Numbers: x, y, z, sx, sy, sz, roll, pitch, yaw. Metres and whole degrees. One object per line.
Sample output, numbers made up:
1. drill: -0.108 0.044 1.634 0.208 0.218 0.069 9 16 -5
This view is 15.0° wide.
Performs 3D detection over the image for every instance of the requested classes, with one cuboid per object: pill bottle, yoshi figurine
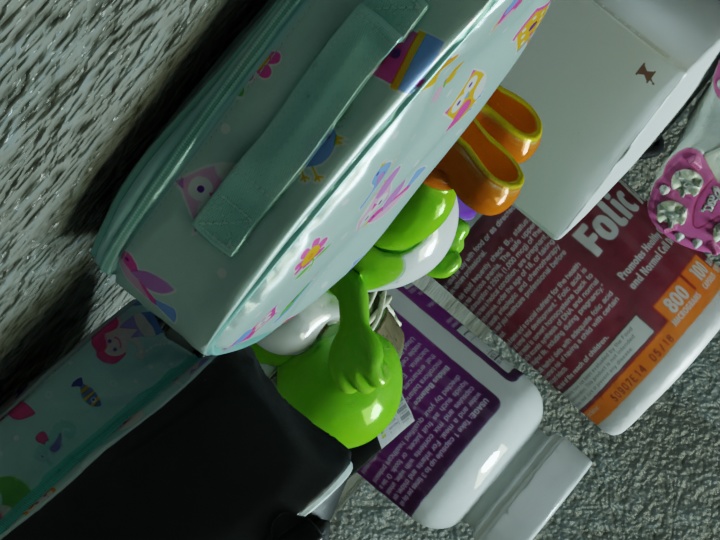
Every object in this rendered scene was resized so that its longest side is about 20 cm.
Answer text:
1. pill bottle: 0.106 -0.013 1.540 0.114 0.200 0.114 -48 178 -2
2. yoshi figurine: 0.012 0.008 1.274 0.112 0.112 0.200 15 129 -42
3. pill bottle: 0.038 0.085 1.653 0.112 0.200 0.112 -49 174 -8

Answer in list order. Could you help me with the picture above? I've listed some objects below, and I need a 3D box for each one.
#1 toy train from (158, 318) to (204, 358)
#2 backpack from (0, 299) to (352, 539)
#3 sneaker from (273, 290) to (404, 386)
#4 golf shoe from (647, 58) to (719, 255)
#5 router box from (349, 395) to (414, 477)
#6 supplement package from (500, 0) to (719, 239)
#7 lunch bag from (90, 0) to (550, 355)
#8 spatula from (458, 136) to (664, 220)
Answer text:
1. toy train: -0.056 -0.006 1.242 0.200 0.034 0.046 -54 -175 25
2. backpack: -0.098 0.120 1.117 0.177 0.151 0.200 -41 164 -17
3. sneaker: -0.009 0.010 1.385 0.067 0.090 0.200 -45 172 -32
4. golf shoe: 0.217 -0.101 1.446 0.200 0.075 0.092 -55 -171 40
5. router box: -0.068 0.115 1.517 0.149 0.051 0.200 -26 -178 20
6. supplement package: 0.121 -0.121 1.423 0.117 0.117 0.200 -53 174 28
7. lunch bag: -0.010 -0.065 1.016 0.200 0.077 0.160 -52 172 12
8. spatula: 0.090 -0.060 1.473 0.200 0.057 0.021 -10 160 -34
